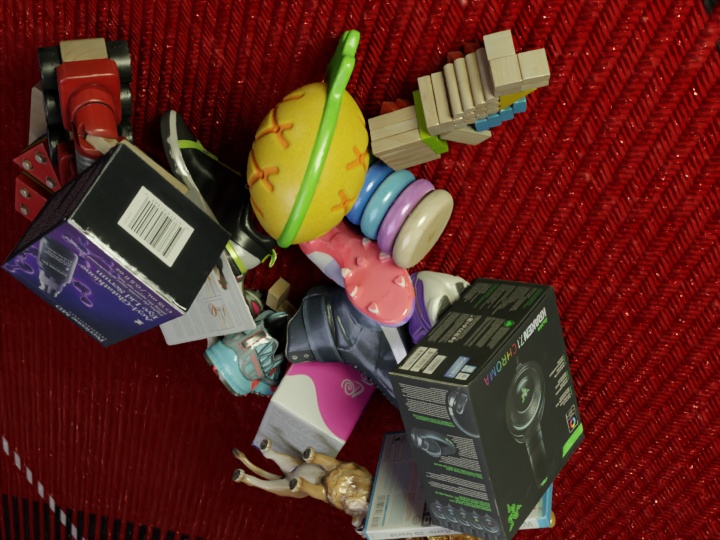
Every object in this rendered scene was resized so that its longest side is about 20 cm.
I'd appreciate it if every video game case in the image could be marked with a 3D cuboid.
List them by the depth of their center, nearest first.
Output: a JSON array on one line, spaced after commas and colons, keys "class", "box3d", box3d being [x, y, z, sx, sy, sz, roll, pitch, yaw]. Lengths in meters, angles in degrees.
[{"class": "video game case", "box3d": [0.109, 0.221, 1.238, 0.197, 0.144, 0.018, -9, 126, 20]}]

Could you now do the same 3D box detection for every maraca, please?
[{"class": "maraca", "box3d": [-0.040, -0.117, 1.034, 0.106, 0.203, 0.137, 18, -173, -13]}]

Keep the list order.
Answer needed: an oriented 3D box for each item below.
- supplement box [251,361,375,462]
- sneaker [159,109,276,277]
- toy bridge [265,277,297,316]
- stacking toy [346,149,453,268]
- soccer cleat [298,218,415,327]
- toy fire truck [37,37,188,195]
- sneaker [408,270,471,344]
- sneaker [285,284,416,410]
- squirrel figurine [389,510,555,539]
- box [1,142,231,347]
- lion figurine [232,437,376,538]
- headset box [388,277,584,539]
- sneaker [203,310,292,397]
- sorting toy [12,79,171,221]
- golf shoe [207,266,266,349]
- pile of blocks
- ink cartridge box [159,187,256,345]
[{"class": "supplement box", "box3d": [-0.056, 0.169, 1.387, 0.102, 0.102, 0.200, 31, 155, 3]}, {"class": "sneaker", "box3d": [-0.152, -0.090, 1.269, 0.202, 0.082, 0.072, 65, 175, -2]}, {"class": "toy bridge", "box3d": [-0.026, 0.087, 1.369, 0.199, 0.027, 0.068, 34, 147, 9]}, {"class": "stacking toy", "box3d": [-0.010, -0.090, 1.126, 0.199, 0.085, 0.086, 36, 145, 15]}, {"class": "soccer cleat", "box3d": [0.000, 0.000, 1.181, 0.200, 0.067, 0.077, 41, 174, 42]}, {"class": "toy fire truck", "box3d": [-0.263, -0.122, 1.223, 0.177, 0.127, 0.202, 103, 154, -52]}, {"class": "sneaker", "box3d": [0.097, 0.082, 1.232, 0.083, 0.080, 0.202, 21, 136, 49]}, {"class": "sneaker", "box3d": [0.001, 0.102, 1.279, 0.144, 0.077, 0.205, -14, 110, 22]}, {"class": "squirrel figurine", "box3d": [0.126, 0.282, 1.304, 0.185, 0.200, 0.143, -23, 104, 37]}, {"class": "box", "box3d": [-0.250, -0.019, 1.171, 0.148, 0.105, 0.199, 40, 147, -19]}, {"class": "lion figurine", "box3d": [-0.054, 0.244, 1.338, 0.122, 0.073, 0.199, 30, 168, -37]}, {"class": "headset box", "box3d": [0.131, 0.140, 1.136, 0.092, 0.174, 0.202, 7, 124, 38]}, {"class": "sneaker", "box3d": [-0.104, 0.092, 1.325, 0.080, 0.095, 0.200, 52, -173, 5]}, {"class": "sorting toy", "box3d": [-0.341, -0.097, 1.417, 0.199, 0.070, 0.200, 36, 144, 6]}, {"class": "golf shoe", "box3d": [-0.176, 0.016, 1.374, 0.077, 0.088, 0.202, 10, 134, 43]}, {"class": "pile of blocks", "box3d": [0.087, -0.152, 0.995, 0.199, 0.081, 0.063, -24, 69, 42]}, {"class": "ink cartridge box", "box3d": [-0.183, -0.008, 1.269, 0.199, 0.050, 0.164, -13, 102, 50]}]
